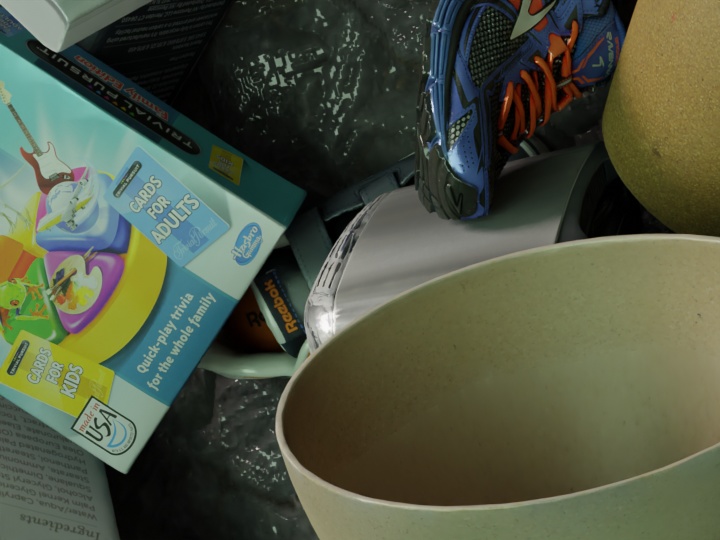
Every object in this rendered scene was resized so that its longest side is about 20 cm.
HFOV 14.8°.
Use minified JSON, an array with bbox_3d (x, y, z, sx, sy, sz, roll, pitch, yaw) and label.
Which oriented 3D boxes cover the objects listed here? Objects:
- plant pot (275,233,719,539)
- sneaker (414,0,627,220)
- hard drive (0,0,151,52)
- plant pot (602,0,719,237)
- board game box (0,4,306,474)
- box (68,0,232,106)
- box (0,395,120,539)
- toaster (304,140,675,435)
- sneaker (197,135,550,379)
[{"bbox_3d":[0.082,0.090,0.989,0.200,0.200,0.135,-1,117,28],"label":"plant pot"},{"bbox_3d":[0.072,-0.096,1.167,0.078,0.200,0.076,12,138,12],"label":"sneaker"},{"bbox_3d":[-0.108,-0.184,1.234,0.132,0.200,0.027,43,139,14],"label":"hard drive"},{"bbox_3d":[0.189,-0.105,1.116,0.187,0.186,0.200,49,131,12],"label":"plant pot"},{"bbox_3d":[-0.149,-0.024,1.246,0.200,0.047,0.151,32,115,-3],"label":"board game box"},{"bbox_3d":[-0.188,-0.132,1.331,0.200,0.124,0.197,40,117,16],"label":"box"},{"bbox_3d":[-0.245,0.138,1.315,0.199,0.199,0.172,-58,30,30],"label":"box"},{"bbox_3d":[0.058,0.019,1.171,0.129,0.200,0.114,-9,114,18],"label":"toaster"},{"bbox_3d":[0.000,0.000,1.280,0.200,0.079,0.079,-30,84,28],"label":"sneaker"}]
